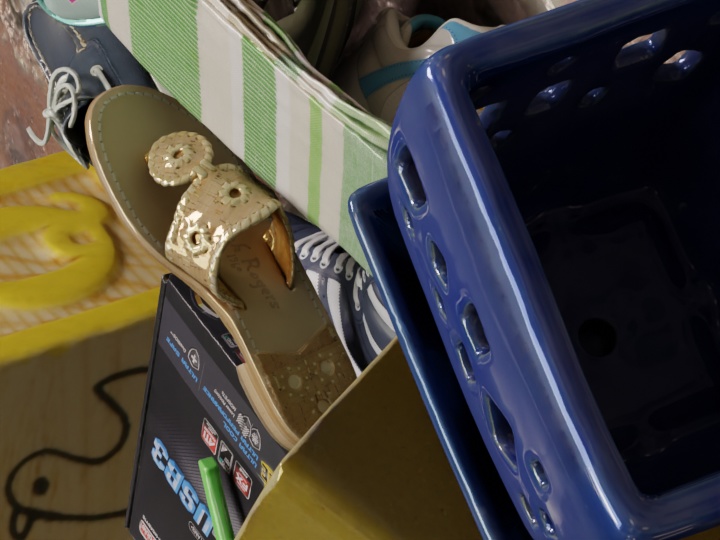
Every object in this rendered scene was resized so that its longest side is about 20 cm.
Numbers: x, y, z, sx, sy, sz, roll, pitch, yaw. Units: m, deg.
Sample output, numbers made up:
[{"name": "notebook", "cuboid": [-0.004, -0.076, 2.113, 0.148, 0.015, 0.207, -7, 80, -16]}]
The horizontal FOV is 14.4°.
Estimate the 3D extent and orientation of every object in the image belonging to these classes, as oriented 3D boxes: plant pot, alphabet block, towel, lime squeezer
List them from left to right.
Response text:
[{"name": "alphabet block", "cuboid": [-0.201, 0.070, 1.746, 0.196, 0.195, 0.201, 41, 140, 43]}, {"name": "lime squeezer", "cuboid": [-0.066, 0.205, 1.519, 0.071, 0.038, 0.201, 28, 131, 50]}, {"name": "towel", "cuboid": [-0.052, -0.089, 1.335, 0.200, 0.023, 0.153, 42, 162, 13]}, {"name": "plant pot", "cuboid": [0.064, 0.142, 1.290, 0.200, 0.194, 0.196, 39, 141, 7]}, {"name": "plant pot", "cuboid": [0.116, 0.005, 1.123, 0.201, 0.199, 0.180, 67, 158, 10]}]

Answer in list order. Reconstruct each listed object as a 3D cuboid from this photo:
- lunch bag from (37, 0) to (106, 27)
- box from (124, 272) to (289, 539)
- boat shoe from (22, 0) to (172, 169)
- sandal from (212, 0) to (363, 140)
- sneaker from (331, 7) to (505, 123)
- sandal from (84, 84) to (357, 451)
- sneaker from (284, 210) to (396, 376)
[{"name": "lunch bag", "cuboid": [-0.107, -0.227, 1.467, 0.160, 0.077, 0.201, -8, 103, 22]}, {"name": "box", "cuboid": [-0.053, 0.130, 1.541, 0.200, 0.050, 0.199, 50, 142, 35]}, {"name": "boat shoe", "cuboid": [-0.141, -0.084, 1.580, 0.200, 0.062, 0.075, 53, 150, 27]}, {"name": "sandal", "cuboid": [-0.049, -0.113, 1.408, 0.201, 0.057, 0.080, -34, 33, 57]}, {"name": "sneaker", "cuboid": [0.021, -0.084, 1.387, 0.200, 0.076, 0.081, 12, 93, 64]}, {"name": "sandal", "cuboid": [-0.052, -0.011, 1.401, 0.212, 0.078, 0.070, 59, 147, 0]}, {"name": "sneaker", "cuboid": [0.000, 0.000, 1.460, 0.200, 0.070, 0.109, 42, 145, 34]}]
